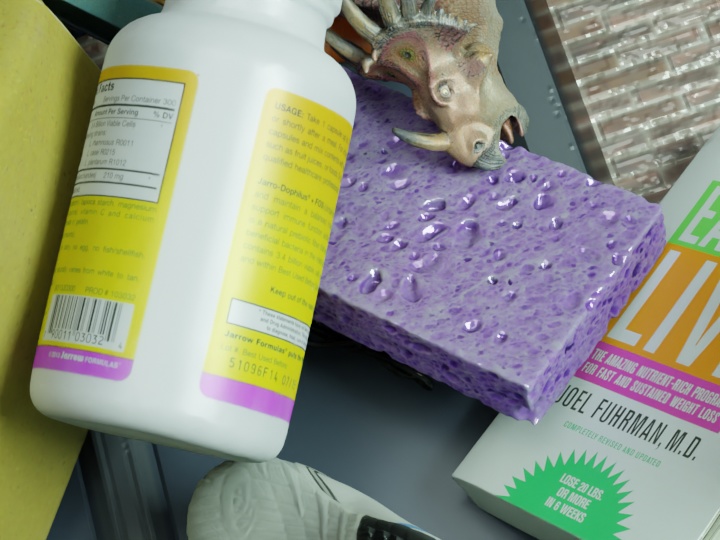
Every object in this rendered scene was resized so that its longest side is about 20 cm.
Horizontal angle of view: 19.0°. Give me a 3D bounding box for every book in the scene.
[{"bbox_3d":[0.144,0.035,0.880,0.133,0.048,0.200,21,68,49],"label":"book"}]

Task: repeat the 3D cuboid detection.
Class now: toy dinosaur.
[{"bbox_3d":[0.004,-0.134,0.952,0.199,0.086,0.136,25,57,35],"label":"toy dinosaur"}]

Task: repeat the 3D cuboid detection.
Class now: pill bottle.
[{"bbox_3d":[-0.061,-0.031,0.851,0.103,0.104,0.202,11,82,14],"label":"pill bottle"}]

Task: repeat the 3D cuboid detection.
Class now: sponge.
[{"bbox_3d":[0.019,-0.019,0.915,0.199,0.030,0.112,25,58,27],"label":"sponge"}]

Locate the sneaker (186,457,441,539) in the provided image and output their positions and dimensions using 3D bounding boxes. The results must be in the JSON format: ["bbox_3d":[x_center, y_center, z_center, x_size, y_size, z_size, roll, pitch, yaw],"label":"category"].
[{"bbox_3d":[0.007,0.130,0.830,0.200,0.072,0.072,30,85,49],"label":"sneaker"}]

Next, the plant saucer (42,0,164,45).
[{"bbox_3d":[-0.126,-0.118,0.911,0.070,0.199,0.019,16,85,50],"label":"plant saucer"}]

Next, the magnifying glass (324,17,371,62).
[{"bbox_3d":[-0.064,-0.106,1.013,0.198,0.022,0.080,-4,65,10],"label":"magnifying glass"}]

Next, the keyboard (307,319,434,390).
[{"bbox_3d":[0.000,0.000,0.950,0.199,0.040,0.104,20,52,23],"label":"keyboard"}]

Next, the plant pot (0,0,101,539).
[{"bbox_3d":[-0.199,-0.023,0.882,0.195,0.194,0.201,24,78,22],"label":"plant pot"}]

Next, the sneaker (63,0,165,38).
[{"bbox_3d":[-0.132,-0.159,0.988,0.198,0.075,0.089,-3,66,20],"label":"sneaker"}]
